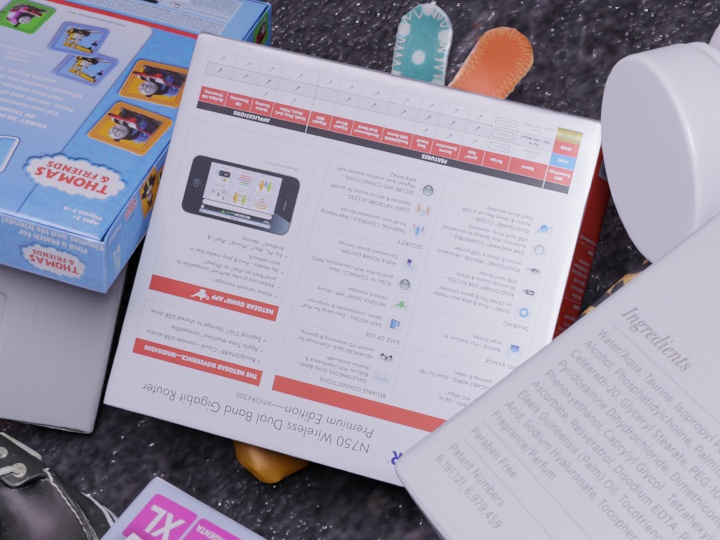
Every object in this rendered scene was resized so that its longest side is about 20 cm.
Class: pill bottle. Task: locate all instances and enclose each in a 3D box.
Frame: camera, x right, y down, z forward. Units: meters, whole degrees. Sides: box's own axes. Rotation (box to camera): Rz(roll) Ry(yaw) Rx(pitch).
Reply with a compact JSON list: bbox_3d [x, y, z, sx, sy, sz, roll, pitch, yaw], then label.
[{"bbox_3d":[0.210,-0.064,0.936,0.199,0.120,0.120,-12,38,-17],"label":"pill bottle"}]

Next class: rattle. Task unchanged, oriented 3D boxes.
[{"bbox_3d":[0.003,-0.018,1.061,0.200,0.130,0.143,-33,21,25],"label":"rattle"}]

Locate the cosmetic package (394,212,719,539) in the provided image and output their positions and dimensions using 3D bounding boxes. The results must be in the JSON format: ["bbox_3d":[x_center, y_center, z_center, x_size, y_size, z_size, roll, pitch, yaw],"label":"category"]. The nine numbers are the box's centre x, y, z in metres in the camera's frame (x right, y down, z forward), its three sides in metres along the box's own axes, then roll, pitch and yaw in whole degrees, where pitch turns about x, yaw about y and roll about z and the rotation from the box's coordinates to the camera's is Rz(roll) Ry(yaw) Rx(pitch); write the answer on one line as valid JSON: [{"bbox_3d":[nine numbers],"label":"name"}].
[{"bbox_3d":[0.156,0.104,0.839,0.200,0.167,0.166,-37,40,-4],"label":"cosmetic package"}]

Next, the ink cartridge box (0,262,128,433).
[{"bbox_3d":[-0.159,-0.037,1.174,0.085,0.148,0.200,10,42,-8],"label":"ink cartridge box"}]

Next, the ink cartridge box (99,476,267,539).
[{"bbox_3d":[-0.101,0.192,0.966,0.119,0.042,0.200,27,58,23],"label":"ink cartridge box"}]

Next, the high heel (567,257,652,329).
[{"bbox_3d":[0.158,-0.029,1.033,0.200,0.072,0.143,-22,46,-12],"label":"high heel"}]

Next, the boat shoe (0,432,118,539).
[{"bbox_3d":[-0.186,0.119,1.121,0.200,0.064,0.071,23,65,43],"label":"boat shoe"}]

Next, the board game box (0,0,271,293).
[{"bbox_3d":[-0.149,-0.081,1.080,0.151,0.037,0.200,15,42,14],"label":"board game box"}]

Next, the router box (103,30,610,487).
[{"bbox_3d":[0.000,0.000,1.019,0.199,0.049,0.180,15,89,16],"label":"router box"}]
